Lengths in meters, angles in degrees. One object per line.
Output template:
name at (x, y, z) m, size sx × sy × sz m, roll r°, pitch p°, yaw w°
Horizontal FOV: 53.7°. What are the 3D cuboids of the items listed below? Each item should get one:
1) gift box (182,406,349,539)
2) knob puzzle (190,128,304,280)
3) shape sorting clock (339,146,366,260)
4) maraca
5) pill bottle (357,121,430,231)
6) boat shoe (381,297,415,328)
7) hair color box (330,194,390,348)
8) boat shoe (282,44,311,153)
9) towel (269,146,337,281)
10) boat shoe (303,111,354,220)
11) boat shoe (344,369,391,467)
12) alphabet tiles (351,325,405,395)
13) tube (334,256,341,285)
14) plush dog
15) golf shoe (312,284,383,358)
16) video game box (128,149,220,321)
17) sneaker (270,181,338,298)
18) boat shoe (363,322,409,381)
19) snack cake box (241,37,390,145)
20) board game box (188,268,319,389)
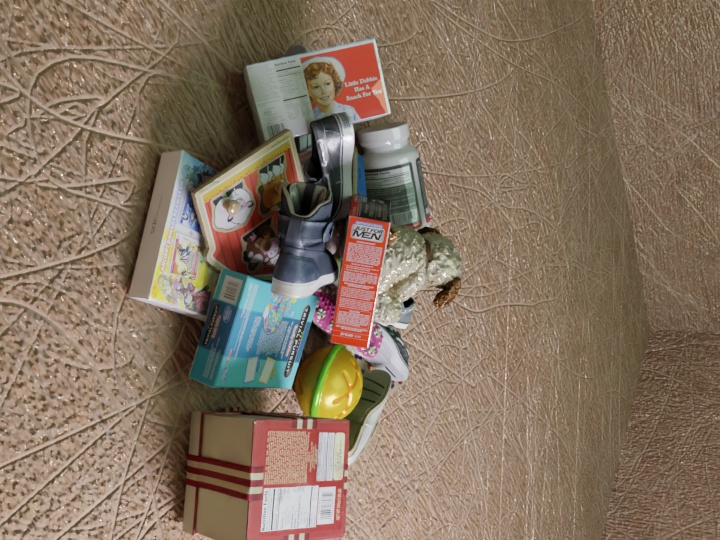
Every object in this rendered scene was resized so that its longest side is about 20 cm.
gift box at (-0.125, 0.286, 0.980) m, size 0.200 × 0.186 × 0.185 m, roll 17°, pitch 74°, yaw -40°
knob puzzle at (-0.133, -0.065, 0.982) m, size 0.219 × 0.030 × 0.220 m, roll -32°, pitch 134°, yaw -41°
shape sorting clock at (-0.021, -0.108, 1.197) m, size 0.200 × 0.039 × 0.201 m, roll -173°, pitch -90°, yaw -83°
maraca at (-0.048, 0.191, 1.183) m, size 0.200 × 0.107 × 0.137 m, roll 57°, pitch 53°, yaw -74°
pill bottle at (0.060, -0.169, 1.330) m, size 0.116 × 0.116 × 0.201 m, roll -33°, pitch 117°, yaw -52°
boat shoe at (0.047, 0.064, 1.324) m, size 0.062 × 0.073 × 0.200 m, roll -60°, pitch 152°, yaw 5°
hair color box at (0.000, 0.000, 1.062) m, size 0.111 × 0.064 × 0.201 m, roll -83°, pitch -177°, yaw -68°
boat shoe at (-0.085, -0.254, 1.147) m, size 0.086 × 0.074 × 0.203 m, roll -5°, pitch 97°, yaw -56°
towel at (-0.091, -0.083, 1.116) m, size 0.191 × 0.032 × 0.201 m, roll -44°, pitch 141°, yaw -50°
boat shoe at (-0.052, -0.146, 1.055) m, size 0.200 × 0.068 × 0.072 m, roll 98°, pitch -28°, yaw -55°
boat shoe at (-0.003, 0.266, 1.284) m, size 0.200 × 0.075 × 0.069 m, roll -54°, pitch 151°, yaw -39°
alphabet tiles at (0.032, 0.159, 1.386) m, size 0.167 × 0.008 × 0.201 m, roll -27°, pitch 112°, yaw -53°
tube at (-0.013, 0.010, 1.285) m, size 0.200 × 0.058 × 0.052 m, roll 5°, pitch 120°, yaw -51°
plush dog at (0.091, -0.021, 1.212) m, size 0.171 × 0.161 × 0.200 m, roll 3°, pitch 55°, yaw -21°
golf shoe at (-0.050, 0.082, 1.199) m, size 0.200 × 0.091 × 0.075 m, roll 46°, pitch 60°, yaw -32°
video game box at (-0.215, -0.035, 0.974) m, size 0.182 × 0.047 × 0.201 m, roll 31°, pitch 64°, yaw -57°
sneaker at (-0.068, -0.053, 1.001) m, size 0.202 × 0.077 × 0.147 m, roll -53°, pitch 150°, yaw -77°
boat shoe at (0.042, 0.139, 1.346) m, size 0.200 × 0.072 × 0.071 m, roll 60°, pitch 34°, yaw -51°
snack cake box at (-0.066, -0.266, 1.064) m, size 0.199 × 0.067 × 0.115 m, roll -16°, pitch 100°, yaw -12°
board game box at (-0.144, 0.089, 1.011) m, size 0.200 × 0.047 × 0.151 m, roll 22°, pitch 85°, yaw -64°
